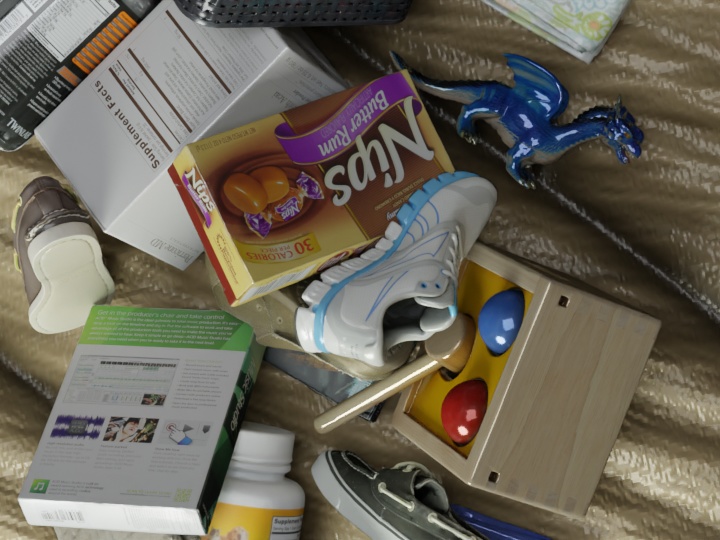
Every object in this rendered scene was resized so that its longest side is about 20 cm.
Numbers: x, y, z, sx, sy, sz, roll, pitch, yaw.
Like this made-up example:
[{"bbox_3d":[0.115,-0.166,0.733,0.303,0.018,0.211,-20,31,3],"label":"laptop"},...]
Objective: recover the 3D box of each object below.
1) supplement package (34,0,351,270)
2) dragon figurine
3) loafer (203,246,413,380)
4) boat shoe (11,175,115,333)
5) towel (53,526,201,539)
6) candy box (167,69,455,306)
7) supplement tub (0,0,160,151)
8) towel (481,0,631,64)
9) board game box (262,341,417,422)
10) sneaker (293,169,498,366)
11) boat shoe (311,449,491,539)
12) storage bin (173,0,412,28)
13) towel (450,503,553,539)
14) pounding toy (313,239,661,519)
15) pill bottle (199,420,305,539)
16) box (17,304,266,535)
[{"bbox_3d":[-0.127,-0.120,1.730,0.200,0.121,0.120,-44,61,10],"label":"supplement package"},{"bbox_3d":[0.124,-0.131,1.713,0.200,0.059,0.100,40,98,11],"label":"dragon figurine"},{"bbox_3d":[-0.039,0.030,1.690,0.200,0.076,0.068,35,137,33],"label":"loafer"},{"bbox_3d":[-0.236,-0.009,1.743,0.072,0.200,0.060,-21,71,-11],"label":"boat shoe"},{"bbox_3d":[-0.186,0.190,1.734,0.133,0.034,0.200,-53,42,27],"label":"towel"},{"bbox_3d":[-0.029,-0.063,1.667,0.199,0.056,0.117,-21,80,-27],"label":"candy box"},{"bbox_3d":[-0.242,-0.200,1.735,0.200,0.123,0.123,-43,80,3],"label":"supplement tub"},{"bbox_3d":[0.156,-0.283,1.716,0.171,0.048,0.201,32,97,9],"label":"towel"},{"bbox_3d":[0.000,0.000,1.757,0.135,0.028,0.201,30,96,12],"label":"board game box"},{"bbox_3d":[0.047,0.006,1.610,0.086,0.075,0.200,23,53,34],"label":"sneaker"},{"bbox_3d":[0.040,0.182,1.695,0.200,0.071,0.064,38,101,42],"label":"boat shoe"},{"bbox_3d":[-0.054,-0.259,1.669,0.135,0.199,0.094,59,140,34],"label":"storage bin"},{"bbox_3d":[0.084,0.290,1.739,0.144,0.024,0.201,17,95,12],"label":"towel"},{"bbox_3d":[0.089,0.079,1.660,0.142,0.200,0.185,20,95,-24],"label":"pounding toy"},{"bbox_3d":[-0.104,0.219,1.738,0.109,0.109,0.201,9,91,14],"label":"pill bottle"},{"bbox_3d":[-0.162,0.110,1.701,0.143,0.036,0.201,2,48,16],"label":"box"}]
